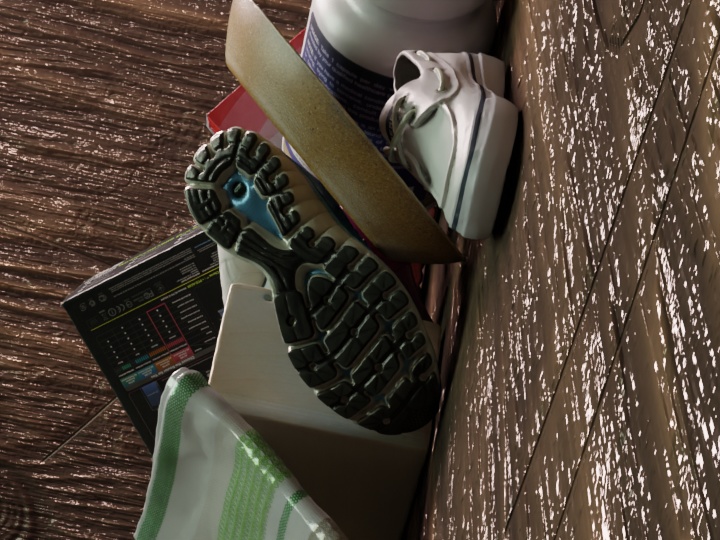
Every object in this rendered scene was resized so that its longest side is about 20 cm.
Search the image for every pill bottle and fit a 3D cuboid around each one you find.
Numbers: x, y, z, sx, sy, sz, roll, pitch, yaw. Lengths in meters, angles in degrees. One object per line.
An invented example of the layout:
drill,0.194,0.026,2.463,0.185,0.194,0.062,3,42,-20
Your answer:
pill bottle,0.020,-0.132,1.355,0.200,0.116,0.116,105,176,-49

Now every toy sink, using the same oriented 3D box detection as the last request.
toy sink,-0.036,0.120,1.312,0.112,0.130,0.200,-81,3,-47

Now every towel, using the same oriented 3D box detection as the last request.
towel,-0.052,0.165,1.174,0.200,0.031,0.149,46,144,30

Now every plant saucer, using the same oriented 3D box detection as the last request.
plant saucer,-0.017,-0.072,1.226,0.035,0.200,0.200,-40,5,2

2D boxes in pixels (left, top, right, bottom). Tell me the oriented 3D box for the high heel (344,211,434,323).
high heel,-0.025,0.012,1.390,0.200,0.067,0.096,-21,97,54

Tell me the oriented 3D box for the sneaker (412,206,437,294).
sneaker,0.000,0.000,1.497,0.074,0.087,0.200,110,171,-74

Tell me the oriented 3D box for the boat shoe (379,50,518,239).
boat shoe,0.042,-0.069,1.160,0.200,0.067,0.074,-88,10,-72

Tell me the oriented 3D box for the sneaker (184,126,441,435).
sneaker,-0.012,0.002,1.232,0.078,0.200,0.090,-39,-16,18

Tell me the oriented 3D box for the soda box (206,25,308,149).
soda box,-0.013,-0.145,1.524,0.200,0.070,0.063,-42,0,-5

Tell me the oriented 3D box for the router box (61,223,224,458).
router box,-0.095,0.039,1.599,0.150,0.200,0.062,62,-163,-10

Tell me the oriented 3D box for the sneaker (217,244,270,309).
sneaker,-0.063,-0.021,1.415,0.076,0.081,0.200,-37,-13,-23
